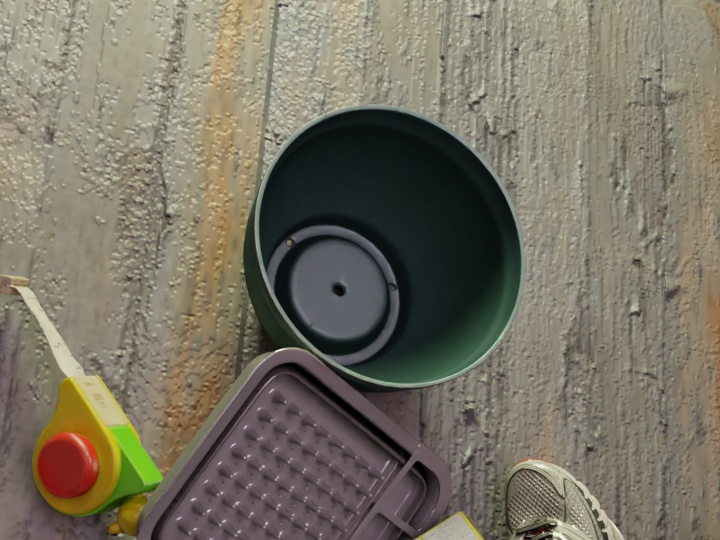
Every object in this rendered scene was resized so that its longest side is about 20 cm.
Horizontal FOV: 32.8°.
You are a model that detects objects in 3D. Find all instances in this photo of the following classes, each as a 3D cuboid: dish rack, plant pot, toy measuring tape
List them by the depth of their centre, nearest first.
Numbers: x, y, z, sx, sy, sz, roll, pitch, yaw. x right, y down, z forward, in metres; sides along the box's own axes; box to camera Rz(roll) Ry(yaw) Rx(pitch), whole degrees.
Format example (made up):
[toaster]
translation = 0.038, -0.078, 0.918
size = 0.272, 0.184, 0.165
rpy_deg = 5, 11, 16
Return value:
[dish rack]
translation = -0.045, 0.157, 0.819
size = 0.200, 0.043, 0.172
rpy_deg = 42, 80, -34
[toy measuring tape]
translation = -0.203, 0.098, 0.819
size = 0.073, 0.074, 0.200
rpy_deg = -29, 73, -27
[plant pot]
translation = 0.000, 0.000, 0.886
size = 0.199, 0.134, 0.202
rpy_deg = 7, 70, -20

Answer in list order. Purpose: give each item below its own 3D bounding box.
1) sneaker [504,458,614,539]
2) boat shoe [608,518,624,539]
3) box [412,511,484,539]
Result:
[sneaker]
translation = 0.143, 0.228, 0.877
size = 0.082, 0.078, 0.201
rpy_deg = 29, 41, -48
[boat shoe]
translation = 0.190, 0.286, 0.912
size = 0.060, 0.074, 0.201
rpy_deg = 33, 42, -49
[box]
translation = 0.077, 0.269, 0.790
size = 0.117, 0.049, 0.200
rpy_deg = -26, 59, -22
